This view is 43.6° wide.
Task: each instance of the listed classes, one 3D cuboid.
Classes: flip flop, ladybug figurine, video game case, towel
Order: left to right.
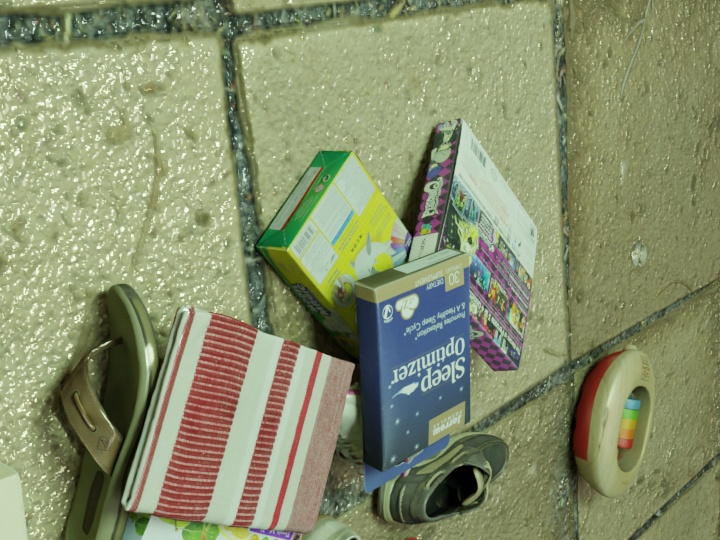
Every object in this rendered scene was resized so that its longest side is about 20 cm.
[{"bbox_3d":[-0.188,0.109,0.636,0.057,0.081,0.203,12,93,-32],"label":"flip flop"},{"bbox_3d":[-0.084,0.118,0.677,0.199,0.023,0.146,27,73,-50],"label":"towel"},{"bbox_3d":[0.122,-0.022,0.925,0.200,0.035,0.183,45,48,-43],"label":"video game case"},{"bbox_3d":[0.333,0.196,1.197,0.135,0.071,0.203,18,84,-46],"label":"ladybug figurine"}]

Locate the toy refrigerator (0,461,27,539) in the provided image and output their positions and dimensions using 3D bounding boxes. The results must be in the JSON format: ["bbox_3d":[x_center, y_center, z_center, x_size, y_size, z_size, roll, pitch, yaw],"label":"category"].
[{"bbox_3d":[-0.255,0.225,0.575,0.070,0.075,0.203,-15,108,-44],"label":"toy refrigerator"}]

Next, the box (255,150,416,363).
[{"bbox_3d":[0.000,0.000,0.829,0.200,0.048,0.118,52,59,-36],"label":"box"}]

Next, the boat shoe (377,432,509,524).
[{"bbox_3d":[0.104,0.228,0.957,0.199,0.073,0.076,-14,107,-44],"label":"boat shoe"}]

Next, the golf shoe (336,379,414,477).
[{"bbox_3d":[0.000,0.146,0.836,0.199,0.075,0.093,20,86,-45],"label":"golf shoe"}]

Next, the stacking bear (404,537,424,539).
[{"bbox_3d":[0.043,0.366,0.897,0.201,0.120,0.114,-64,149,-29],"label":"stacking bear"}]

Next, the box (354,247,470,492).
[{"bbox_3d":[0.050,0.092,0.796,0.120,0.032,0.203,-20,116,-40],"label":"box"}]

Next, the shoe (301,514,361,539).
[{"bbox_3d":[-0.067,0.310,0.804,0.201,0.053,0.070,-54,131,-26],"label":"shoe"}]

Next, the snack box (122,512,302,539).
[{"bbox_3d":[-0.138,0.245,0.709,0.168,0.067,0.202,31,76,-46],"label":"snack box"}]
